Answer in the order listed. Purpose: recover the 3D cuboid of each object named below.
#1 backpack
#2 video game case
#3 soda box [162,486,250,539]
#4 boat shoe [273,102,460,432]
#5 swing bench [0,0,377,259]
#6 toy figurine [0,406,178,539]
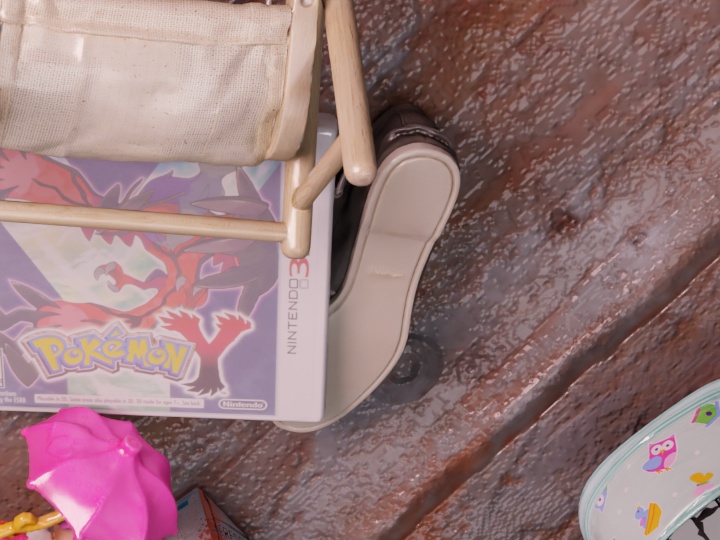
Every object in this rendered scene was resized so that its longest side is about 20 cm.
[{"bbox_3d":[0.226,0.156,1.220,0.175,0.154,0.200,-35,134,5],"label":"backpack"},{"bbox_3d":[-0.114,-0.002,1.070,0.198,0.023,0.184,2,122,-1],"label":"video game case"},{"bbox_3d":[-0.149,0.217,1.202,0.199,0.064,0.068,-34,125,8],"label":"soda box"},{"bbox_3d":[0.000,0.000,1.121,0.066,0.057,0.201,14,122,-20],"label":"boat shoe"},{"bbox_3d":[-0.103,-0.124,0.942,0.197,0.202,0.130,4,162,-18],"label":"swing bench"},{"bbox_3d":[-0.183,0.151,1.102,0.183,0.151,0.200,-20,149,-1],"label":"toy figurine"}]
